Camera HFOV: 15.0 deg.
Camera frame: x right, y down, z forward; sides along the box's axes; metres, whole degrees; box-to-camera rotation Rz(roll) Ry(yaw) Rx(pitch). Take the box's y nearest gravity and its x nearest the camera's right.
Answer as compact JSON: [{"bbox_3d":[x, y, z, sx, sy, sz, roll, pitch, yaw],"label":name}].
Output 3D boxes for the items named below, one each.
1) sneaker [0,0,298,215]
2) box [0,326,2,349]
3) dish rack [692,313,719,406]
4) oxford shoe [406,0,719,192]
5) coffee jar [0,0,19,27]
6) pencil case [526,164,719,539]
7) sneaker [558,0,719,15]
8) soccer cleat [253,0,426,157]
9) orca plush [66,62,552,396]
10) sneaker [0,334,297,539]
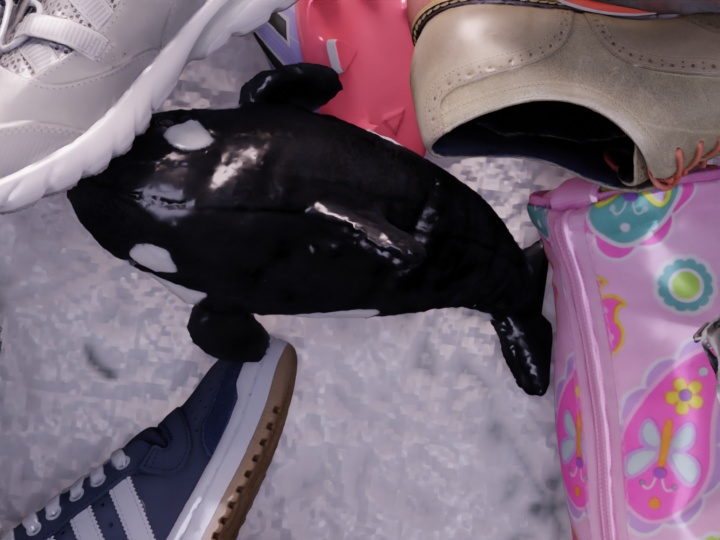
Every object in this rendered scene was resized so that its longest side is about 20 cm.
[{"bbox_3d":[-0.093,-0.085,0.878,0.200,0.075,0.082,-43,111,-25],"label":"sneaker"},{"bbox_3d":[-0.193,0.101,0.927,0.051,0.157,0.201,10,91,-34],"label":"box"},{"bbox_3d":[0.180,0.053,0.926,0.054,0.200,0.154,-23,93,28],"label":"dish rack"},{"bbox_3d":[0.113,-0.054,0.928,0.199,0.071,0.075,4,60,-1],"label":"oxford shoe"},{"bbox_3d":[-0.208,-0.095,0.946,0.199,0.104,0.086,26,82,-2],"label":"coffee jar"},{"bbox_3d":[0.109,0.063,0.971,0.087,0.087,0.201,-6,91,-2],"label":"pencil case"},{"bbox_3d":[0.132,-0.112,0.860,0.199,0.082,0.078,6,99,-2],"label":"sneaker"},{"bbox_3d":[-0.031,-0.120,0.980,0.067,0.076,0.201,-33,109,-40],"label":"soccer cleat"},{"bbox_3d":[0.000,0.000,0.928,0.200,0.071,0.105,33,90,-35],"label":"orca plush"},{"bbox_3d":[-0.106,0.096,0.973,0.108,0.070,0.201,27,84,7],"label":"sneaker"}]
